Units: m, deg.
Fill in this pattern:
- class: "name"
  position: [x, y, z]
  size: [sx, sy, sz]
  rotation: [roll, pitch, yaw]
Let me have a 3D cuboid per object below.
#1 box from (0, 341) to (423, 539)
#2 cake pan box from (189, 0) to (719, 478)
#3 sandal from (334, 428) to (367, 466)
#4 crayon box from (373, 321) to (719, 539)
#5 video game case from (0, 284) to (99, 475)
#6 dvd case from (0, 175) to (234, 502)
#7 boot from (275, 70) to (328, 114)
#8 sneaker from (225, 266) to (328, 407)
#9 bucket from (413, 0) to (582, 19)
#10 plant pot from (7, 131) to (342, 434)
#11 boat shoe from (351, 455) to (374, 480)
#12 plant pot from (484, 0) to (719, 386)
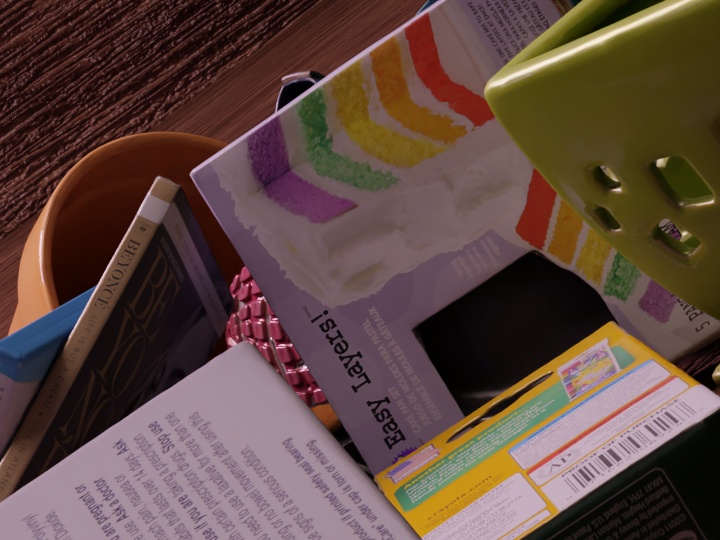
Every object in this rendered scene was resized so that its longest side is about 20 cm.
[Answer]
- class: "box"
  position: [-0.064, 0.150, 0.955]
  size: [0.200, 0.105, 0.184]
  rotation: [-34, 32, -7]
- class: "cake pan box"
  position: [0.051, -0.010, 1.268]
  size: [0.184, 0.200, 0.052]
  rotation: [-32, -6, 15]
- class: "sandal"
  position: [-0.044, 0.102, 1.456]
  size: [0.200, 0.045, 0.075]
  rotation: [-34, 11, -4]
- class: "crayon box"
  position: [0.081, 0.087, 1.120]
  size: [0.126, 0.052, 0.200]
  rotation: [-33, 11, -1]
- class: "video game case"
  position: [-0.148, 0.105, 1.298]
  size: [0.143, 0.018, 0.201]
  rotation: [-33, -37, -63]
- class: "dvd case"
  position: [-0.118, 0.072, 1.290]
  size: [0.200, 0.016, 0.149]
  rotation: [-63, -16, -16]
- class: "boot"
  position: [0.000, 0.000, 1.363]
  size: [0.075, 0.201, 0.097]
  rotation: [-21, -27, 36]
- class: "sneaker"
  position: [0.017, 0.028, 1.463]
  size: [0.199, 0.081, 0.075]
  rotation: [-4, -2, 33]
- class: "bucket"
  position: [0.125, -0.078, 1.343]
  size: [0.207, 0.208, 0.135]
  rotation: [-29, -2, 20]
- class: "plant pot"
  position: [-0.111, 0.045, 1.580]
  size: [0.200, 0.200, 0.140]
  rotation: [-42, -3, -43]
- class: "boat shoe"
  position: [-0.080, 0.103, 1.388]
  size: [0.199, 0.075, 0.062]
  rotation: [-10, 63, 34]
- class: "plant pot"
  position: [0.203, -0.066, 1.096]
  size: [0.199, 0.182, 0.200]
  rotation: [-41, 13, -35]
